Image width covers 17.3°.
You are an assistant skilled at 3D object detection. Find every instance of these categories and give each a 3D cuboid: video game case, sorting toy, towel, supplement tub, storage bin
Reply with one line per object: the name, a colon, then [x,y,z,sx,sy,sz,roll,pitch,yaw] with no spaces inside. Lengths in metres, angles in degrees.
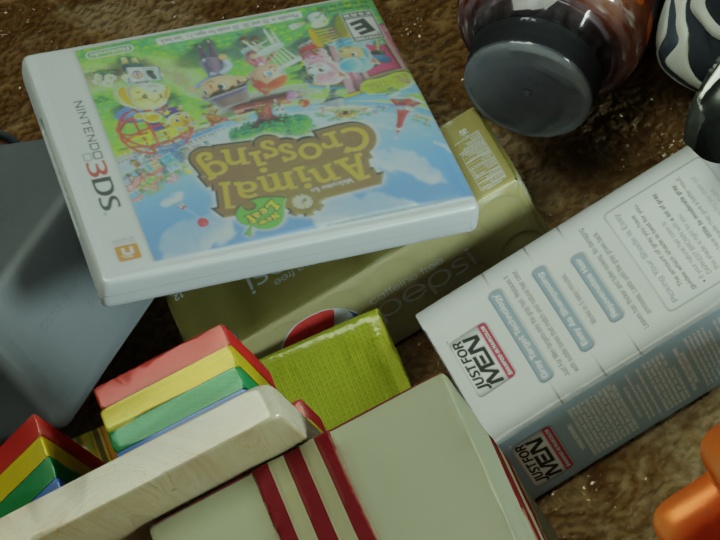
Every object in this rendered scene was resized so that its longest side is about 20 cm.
video game case: [-0.061,-0.069,1.249,0.200,0.022,0.182,-12,47,-14]
sorting toy: [-0.105,0.116,1.155,0.199,0.200,0.070,-27,63,7]
towel: [-0.065,0.097,1.246,0.200,0.018,0.086,-24,89,9]
supplement tub: [0.116,-0.167,1.302,0.107,0.107,0.200,-1,47,26]
storage bin: [-0.181,0.018,1.292,0.134,0.146,0.200,-10,37,45]

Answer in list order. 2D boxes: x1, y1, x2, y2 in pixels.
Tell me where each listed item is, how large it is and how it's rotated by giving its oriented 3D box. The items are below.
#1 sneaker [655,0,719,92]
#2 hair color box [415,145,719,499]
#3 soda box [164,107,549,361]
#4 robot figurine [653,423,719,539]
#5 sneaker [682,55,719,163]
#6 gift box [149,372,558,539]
sneaker: [0.220,-0.188,1.230,0.130,0.079,0.199,17,89,70]
hair color box: [0.140,0.018,1.203,0.200,0.061,0.099,-32,48,2]
soda box: [0.000,0.000,1.282,0.200,0.068,0.064,-30,48,5]
robot figurine: [0.234,0.093,1.064,0.200,0.117,0.144,-32,9,3]
sneaker: [0.257,-0.085,1.172,0.200,0.070,0.090,-19,50,-27]
gift box: [0.014,0.182,1.061,0.185,0.200,0.187,-32,49,10]
